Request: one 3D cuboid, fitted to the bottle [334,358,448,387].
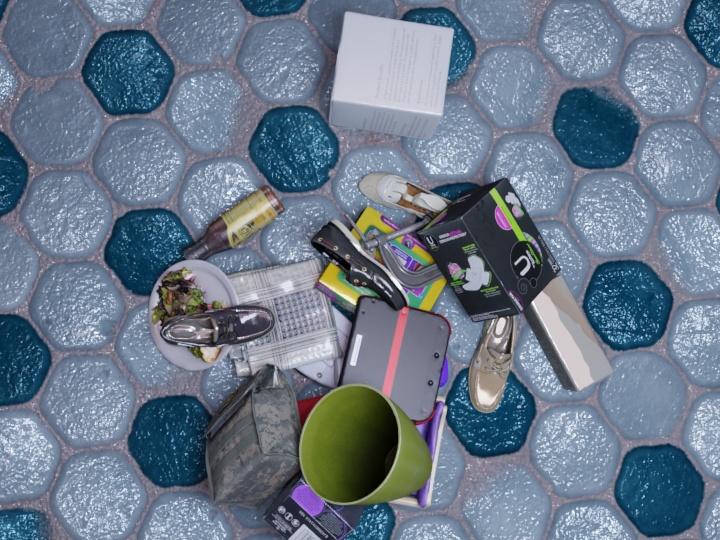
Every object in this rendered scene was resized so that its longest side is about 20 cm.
[{"bbox_3d":[0.054,0.180,1.460,0.200,0.084,0.065,1,74,-12],"label":"bottle"}]

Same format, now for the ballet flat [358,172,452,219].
[{"bbox_3d":[0.095,-0.141,1.515,0.200,0.062,0.068,21,76,0],"label":"ballet flat"}]

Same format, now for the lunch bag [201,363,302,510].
[{"bbox_3d":[-0.188,0.276,1.389,0.164,0.117,0.200,-46,43,27],"label":"lunch bag"}]

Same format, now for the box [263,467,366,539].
[{"bbox_3d":[-0.059,0.380,1.382,0.122,0.200,0.106,43,111,3],"label":"box"}]

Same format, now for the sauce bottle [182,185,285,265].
[{"bbox_3d":[-0.235,-0.078,1.499,0.200,0.066,0.066,-36,87,0],"label":"sauce bottle"}]

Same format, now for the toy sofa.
[{"bbox_3d":[0.094,0.318,1.455,0.083,0.098,0.200,11,85,-1],"label":"toy sofa"}]

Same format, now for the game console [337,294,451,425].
[{"bbox_3d":[0.060,0.156,1.411,0.177,0.031,0.200,14,78,-4],"label":"game console"}]

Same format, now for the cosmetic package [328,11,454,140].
[{"bbox_3d":[0.052,-0.349,1.483,0.200,0.165,0.165,9,84,-2],"label":"cosmetic package"}]

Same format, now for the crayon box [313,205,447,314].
[{"bbox_3d":[0.045,0.011,1.476,0.200,0.058,0.173,34,72,-5],"label":"crayon box"}]

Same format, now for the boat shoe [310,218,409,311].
[{"bbox_3d":[0.000,0.001,1.398,0.201,0.074,0.063,44,72,4],"label":"boat shoe"}]

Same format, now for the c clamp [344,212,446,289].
[{"bbox_3d":[0.090,-0.050,1.445,0.200,0.027,0.171,-15,70,-37],"label":"c clamp"}]

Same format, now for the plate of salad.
[{"bbox_3d":[-0.306,0.080,1.459,0.200,0.048,0.200,0,90,24],"label":"plate of salad"}]

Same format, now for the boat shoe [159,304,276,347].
[{"bbox_3d":[-0.244,0.100,1.392,0.200,0.065,0.072,-4,94,-4],"label":"boat shoe"}]

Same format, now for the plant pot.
[{"bbox_3d":[0.033,0.301,1.331,0.187,0.200,0.187,-15,62,28],"label":"plant pot"}]

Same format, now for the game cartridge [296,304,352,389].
[{"bbox_3d":[-0.089,0.119,1.499,0.200,0.042,0.133,41,89,2],"label":"game cartridge"}]

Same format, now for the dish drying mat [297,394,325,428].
[{"bbox_3d":[-0.077,0.259,1.474,0.200,0.018,0.077,-11,47,-3],"label":"dish drying mat"}]

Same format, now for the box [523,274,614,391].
[{"bbox_3d":[0.370,0.116,1.487,0.078,0.095,0.200,-28,88,-5],"label":"box"}]

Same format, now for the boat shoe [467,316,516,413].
[{"bbox_3d":[0.245,0.162,1.491,0.072,0.065,0.200,15,84,-1],"label":"boat shoe"}]

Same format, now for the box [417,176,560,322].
[{"bbox_3d":[0.228,-0.035,1.433,0.149,0.124,0.200,-41,105,-34],"label":"box"}]

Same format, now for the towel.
[{"bbox_3d":[-0.149,0.085,1.466,0.200,0.035,0.193,-12,85,-3],"label":"towel"}]
